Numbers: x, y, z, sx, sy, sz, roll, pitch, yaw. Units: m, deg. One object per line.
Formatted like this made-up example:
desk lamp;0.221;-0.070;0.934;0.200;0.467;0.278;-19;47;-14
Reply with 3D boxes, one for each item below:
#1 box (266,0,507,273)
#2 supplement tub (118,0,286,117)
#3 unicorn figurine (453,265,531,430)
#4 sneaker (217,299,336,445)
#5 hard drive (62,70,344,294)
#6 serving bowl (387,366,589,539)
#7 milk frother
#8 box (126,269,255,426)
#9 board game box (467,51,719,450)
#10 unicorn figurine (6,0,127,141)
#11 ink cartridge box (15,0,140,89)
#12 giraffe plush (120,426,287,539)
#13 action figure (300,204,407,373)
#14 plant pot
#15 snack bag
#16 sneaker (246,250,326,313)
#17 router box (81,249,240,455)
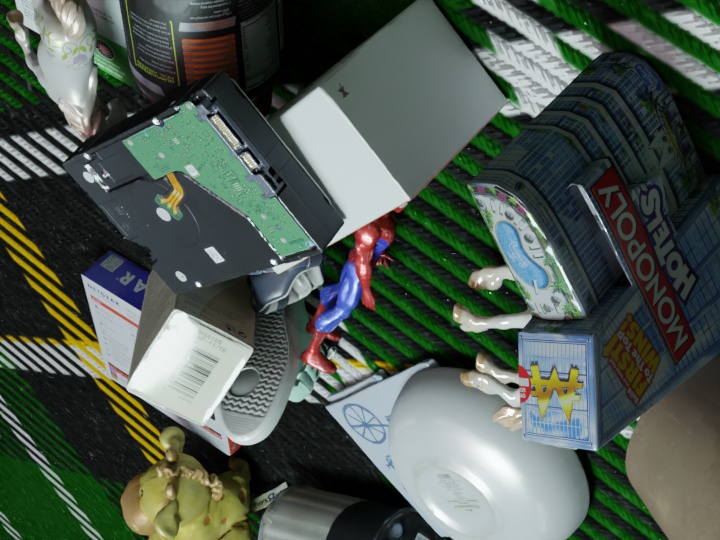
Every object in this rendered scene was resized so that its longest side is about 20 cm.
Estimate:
box;-0.010;-0.094;0.942;0.098;0.124;0.200;50;148;-8
supplement tub;-0.116;-0.201;0.948;0.122;0.123;0.201;30;144;23
unicorn figurine;0.140;0.051;0.978;0.136;0.074;0.201;10;148;26
sneaker;-0.069;0.101;1.186;0.073;0.202;0.119;-10;131;18
hard drive;-0.117;-0.057;0.934;0.140;0.038;0.199;50;146;-19
serving bowl;0.100;0.183;1.146;0.199;0.066;0.201;26;140;24
milk frother;-0.018;0.349;1.373;0.187;0.200;0.181;0;130;49
box;-0.146;0.036;1.153;0.077;0.201;0.095;28;114;-16
board game box;0.154;0.002;0.788;0.061;0.200;0.201;-1;126;50
unicorn figurine;-0.219;-0.164;0.985;0.138;0.073;0.200;61;175;16
ink cartridge box;-0.211;-0.266;1.019;0.146;0.083;0.201;31;146;22
giraffe plush;-0.201;0.275;1.476;0.173;0.200;0.162;51;-176;41
action figure;0.000;0.000;1.082;0.051;0.066;0.201;19;132;-3
plant pot;0.272;0.146;0.851;0.174;0.199;0.201;40;152;40
snack bag;0.072;0.168;1.234;0.189;0.021;0.200;49;145;-6
sneaker;-0.110;-0.036;1.137;0.201;0.077;0.148;2;111;47
router box;-0.213;0.094;1.451;0.199;0.049;0.180;29;144;25
